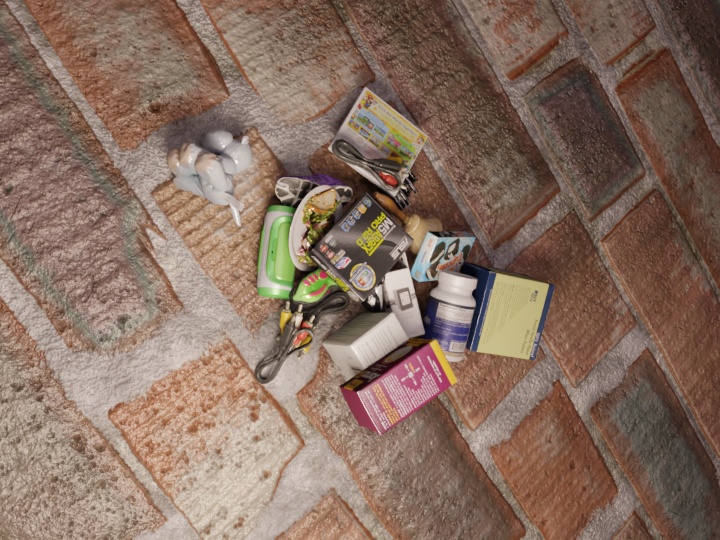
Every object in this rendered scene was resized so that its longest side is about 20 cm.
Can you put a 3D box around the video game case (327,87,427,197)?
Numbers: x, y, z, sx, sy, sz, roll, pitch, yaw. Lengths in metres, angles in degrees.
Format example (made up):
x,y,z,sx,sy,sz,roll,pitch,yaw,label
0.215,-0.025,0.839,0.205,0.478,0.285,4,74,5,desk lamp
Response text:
x,y,z,sx,sy,sz,roll,pitch,yaw,label
0.045,-0.307,1.613,0.199,0.023,0.183,34,74,-16,video game case

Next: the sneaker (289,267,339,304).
x,y,z,sx,sy,sz,roll,pitch,yaw,label
-0.094,0.027,1.547,0.199,0.083,0.078,-22,88,-54,sneaker

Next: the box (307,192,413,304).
x,y,z,sx,sy,sz,roll,pitch,yaw,label
0.003,-0.052,1.509,0.160,0.044,0.200,44,66,-5,box

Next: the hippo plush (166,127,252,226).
x,y,z,sx,sy,sz,roll,pitch,yaw,label
-0.299,-0.238,1.449,0.199,0.160,0.162,30,62,1,hippo plush

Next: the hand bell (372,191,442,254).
x,y,z,sx,sy,sz,roll,pitch,yaw,label
0.099,-0.129,1.613,0.199,0.103,0.105,34,72,-38,hand bell

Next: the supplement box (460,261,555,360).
x,y,z,sx,sy,sz,roll,pitch,yaw,label
0.350,0.101,1.695,0.197,0.134,0.203,10,98,-23,supplement box

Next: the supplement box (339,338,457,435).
x,y,z,sx,sy,sz,roll,pitch,yaw,label
0.076,0.232,1.375,0.199,0.131,0.104,-31,97,-19,supplement box

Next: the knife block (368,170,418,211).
x,y,z,sx,sy,sz,roll,pitch,yaw,label
0.047,-0.240,1.654,0.198,0.064,0.178,8,81,-23,knife block

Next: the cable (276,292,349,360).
x,y,z,sx,sy,sz,roll,pitch,yaw,label
-0.114,0.111,1.570,0.097,0.050,0.200,43,57,3,cable

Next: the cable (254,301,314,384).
x,y,z,sx,sy,sz,roll,pitch,yaw,label
-0.161,0.173,1.494,0.096,0.050,0.202,28,109,9,cable

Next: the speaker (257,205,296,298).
x,y,z,sx,sy,sz,roll,pitch,yaw,label
-0.185,-0.041,1.524,0.087,0.088,0.203,9,82,-23,speaker

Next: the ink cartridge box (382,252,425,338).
x,y,z,sx,sy,sz,roll,pitch,yaw,label
0.090,0.059,1.614,0.066,0.116,0.203,-14,91,-7,ink cartridge box

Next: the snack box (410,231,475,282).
x,y,z,sx,sy,sz,roll,pitch,yaw,label
0.204,-0.036,1.644,0.199,0.037,0.117,-5,121,-54,snack box

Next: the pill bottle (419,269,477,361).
x,y,z,sx,sy,sz,roll,pitch,yaw,label
0.213,0.107,1.614,0.114,0.116,0.203,11,96,-22,pill bottle

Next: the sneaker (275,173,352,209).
x,y,z,sx,sy,sz,roll,pitch,yaw,label
-0.116,-0.189,1.571,0.198,0.084,0.081,3,126,-37,sneaker

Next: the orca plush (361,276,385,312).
x,y,z,sx,sy,sz,roll,pitch,yaw,label
0.000,0.000,1.558,0.071,0.105,0.203,-9,100,-41,orca plush

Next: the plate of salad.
x,y,z,sx,sy,sz,roll,pitch,yaw,label
-0.092,-0.092,1.524,0.200,0.048,0.202,-38,138,-45,plate of salad

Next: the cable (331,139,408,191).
x,y,z,sx,sy,sz,roll,pitch,yaw,label
0.023,-0.235,1.552,0.197,0.050,0.098,11,69,-14,cable

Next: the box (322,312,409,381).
x,y,z,sx,sy,sz,roll,pitch,yaw,label
0.039,0.213,1.538,0.130,0.200,0.200,-33,98,-20,box
